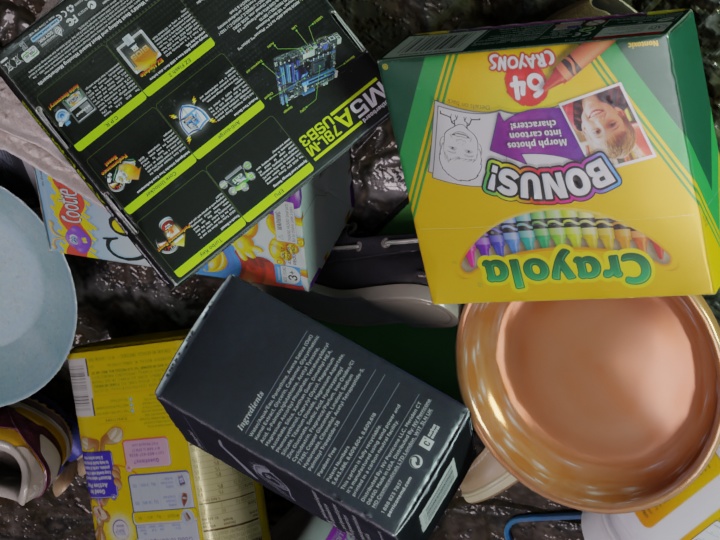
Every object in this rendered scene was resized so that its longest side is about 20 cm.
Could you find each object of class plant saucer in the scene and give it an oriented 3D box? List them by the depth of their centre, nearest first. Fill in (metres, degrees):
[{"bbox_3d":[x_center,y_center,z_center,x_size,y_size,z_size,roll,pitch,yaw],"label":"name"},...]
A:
[{"bbox_3d":[0.161,0.067,1.611,0.199,0.037,0.201,9,110,25],"label":"plant saucer"},{"bbox_3d":[-0.303,0.007,1.799,0.200,0.039,0.202,7,116,14],"label":"plant saucer"}]

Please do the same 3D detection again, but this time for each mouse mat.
[{"bbox_3d":[0.044,0.047,1.715,0.161,0.008,0.200,53,130,7],"label":"mouse mat"}]

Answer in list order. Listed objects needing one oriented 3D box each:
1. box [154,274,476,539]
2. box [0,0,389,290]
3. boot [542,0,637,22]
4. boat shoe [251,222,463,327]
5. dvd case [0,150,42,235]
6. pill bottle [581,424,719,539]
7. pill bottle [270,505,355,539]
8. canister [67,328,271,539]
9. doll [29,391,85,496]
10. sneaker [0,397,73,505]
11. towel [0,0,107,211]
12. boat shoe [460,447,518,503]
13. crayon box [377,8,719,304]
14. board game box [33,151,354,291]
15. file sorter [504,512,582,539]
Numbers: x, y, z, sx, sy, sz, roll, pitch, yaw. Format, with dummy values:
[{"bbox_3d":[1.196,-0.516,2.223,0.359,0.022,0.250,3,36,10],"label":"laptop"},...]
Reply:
[{"bbox_3d":[-0.028,0.108,1.660,0.199,0.105,0.148,30,169,11],"label":"box"},{"bbox_3d":[-0.105,-0.123,1.545,0.193,0.200,0.048,51,171,-3],"label":"box"},{"bbox_3d":[0.191,-0.093,1.543,0.075,0.074,0.200,-33,106,31],"label":"boot"},{"bbox_3d":[0.000,0.000,1.701,0.199,0.063,0.073,4,158,42],"label":"boat shoe"},{"bbox_3d":[-0.317,-0.111,1.769,0.150,0.025,0.201,-3,125,24],"label":"dvd case"},{"bbox_3d":[0.247,0.144,1.673,0.111,0.111,0.200,37,131,-8],"label":"pill bottle"},{"bbox_3d":[0.008,0.277,1.883,0.200,0.104,0.104,41,130,-12],"label":"pill bottle"},{"bbox_3d":[-0.144,0.149,1.805,0.148,0.086,0.201,-7,93,30],"label":"canister"},{"bbox_3d":[-0.304,0.101,1.913,0.200,0.049,0.136,42,129,-13],"label":"doll"},{"bbox_3d":[-0.329,0.122,1.850,0.199,0.090,0.075,17,119,8],"label":"sneaker"},{"bbox_3d":[-0.157,-0.146,1.584,0.132,0.201,0.034,29,174,0],"label":"towel"},{"bbox_3d":[0.125,0.097,1.720,0.065,0.072,0.200,43,130,1],"label":"boat shoe"},{"bbox_3d":[0.126,-0.069,1.508,0.199,0.058,0.173,-3,112,28],"label":"crayon box"},{"bbox_3d":[-0.117,-0.068,1.665,0.199,0.105,0.103,9,129,17],"label":"board game box"},{"bbox_3d":[0.149,0.294,1.775,0.122,0.200,0.139,-8,123,30],"label":"file sorter"}]
